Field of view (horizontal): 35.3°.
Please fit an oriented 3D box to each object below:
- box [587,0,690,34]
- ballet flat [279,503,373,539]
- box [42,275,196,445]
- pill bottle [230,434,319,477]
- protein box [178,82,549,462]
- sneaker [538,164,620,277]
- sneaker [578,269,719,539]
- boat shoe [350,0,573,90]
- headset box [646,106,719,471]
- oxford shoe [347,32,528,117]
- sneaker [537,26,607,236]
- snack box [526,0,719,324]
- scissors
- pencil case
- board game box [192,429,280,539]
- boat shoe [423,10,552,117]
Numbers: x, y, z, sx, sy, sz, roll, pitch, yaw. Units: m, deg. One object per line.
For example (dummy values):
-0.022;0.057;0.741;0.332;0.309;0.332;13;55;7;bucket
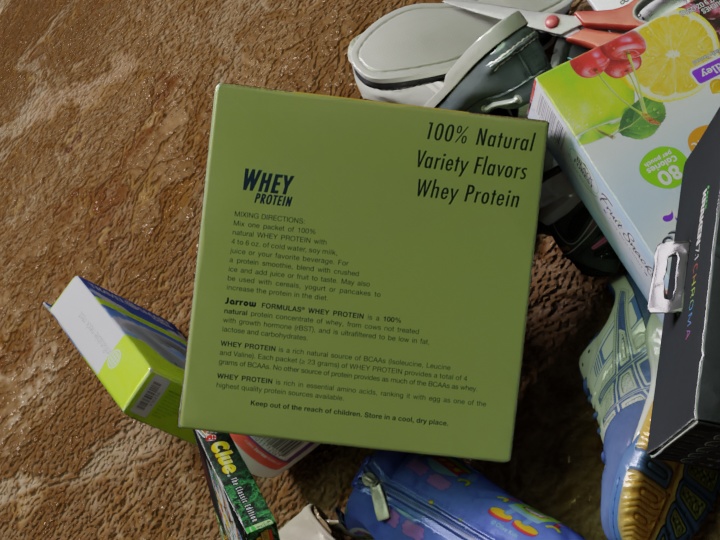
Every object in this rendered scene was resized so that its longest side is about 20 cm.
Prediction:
0.260;-0.245;0.829;0.200;0.041;0.156;-37;60;18;box
0.012;0.210;0.750;0.200;0.069;0.070;20;77;48;ballet flat
-0.184;0.076;0.969;0.048;0.122;0.200;-54;41;2;box
-0.024;0.056;0.848;0.200;0.111;0.112;-39;43;14;pill bottle
0.000;0.000;0.715;0.135;0.197;0.201;-136;52;-87;protein box
0.206;-0.063;0.751;0.199;0.087;0.080;-29;2;-6;sneaker
0.173;0.082;0.693;0.088;0.075;0.201;-11;46;46;sneaker
0.081;-0.180;0.894;0.199;0.060;0.074;-29;64;-21;boat shoe
0.246;0.020;0.559;0.199;0.093;0.175;10;71;4;headset box
0.073;-0.154;0.955;0.199;0.058;0.075;22;45;34;oxford shoe
0.167;-0.101;0.834;0.079;0.076;0.201;11;59;13;sneaker
0.209;-0.055;0.664;0.142;0.053;0.201;-26;71;-7;snack box
0.150;-0.173;0.826;0.199;0.014;0.074;3;78;22;scissors
0.075;0.167;0.686;0.200;0.087;0.078;25;88;41;pencil case
-0.067;0.199;0.737;0.023;0.201;0.105;-22;39;-18;board game box
0.084;-0.114;0.835;0.073;0.062;0.200;-39;-4;-25;boat shoe
